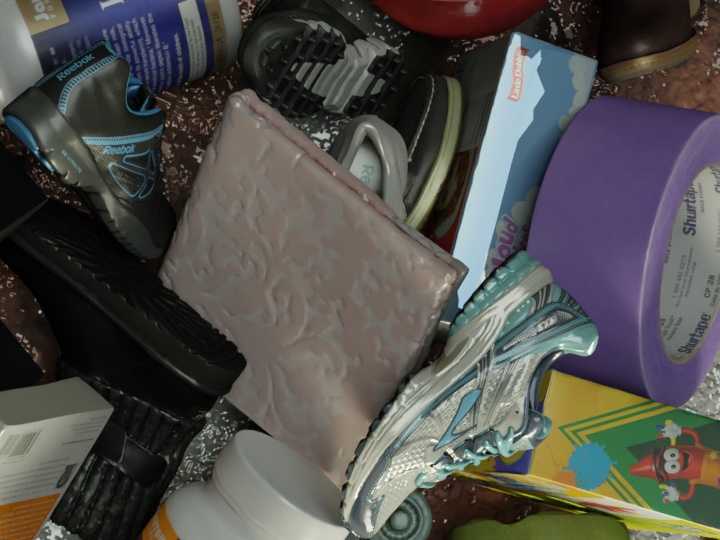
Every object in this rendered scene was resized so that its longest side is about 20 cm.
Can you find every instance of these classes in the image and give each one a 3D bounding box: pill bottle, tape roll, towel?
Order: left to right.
[{"bbox_3d":[-0.186,-0.154,1.433,0.199,0.116,0.116,-22,94,-17],"label":"pill bottle"},{"bbox_3d":[-0.099,0.206,1.409,0.116,0.116,0.200,34,102,-13],"label":"pill bottle"},{"bbox_3d":[-0.040,0.015,1.410,0.191,0.200,0.032,39,39,17],"label":"towel"},{"bbox_3d":[0.187,-0.012,1.494,0.085,0.200,0.201,12,82,28],"label":"tape roll"}]

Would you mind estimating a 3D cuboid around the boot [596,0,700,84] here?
[{"bbox_3d":[0.179,-0.227,1.520,0.072,0.200,0.167,-13,109,23],"label":"boot"}]

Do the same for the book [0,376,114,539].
[{"bbox_3d":[-0.241,0.158,1.353,0.048,0.134,0.200,39,104,15],"label":"book"}]

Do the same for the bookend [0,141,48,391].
[{"bbox_3d":[-0.260,0.017,1.354,0.199,0.092,0.200,-37,94,24],"label":"bookend"}]

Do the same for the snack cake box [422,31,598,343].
[{"bbox_3d":[0.088,-0.051,1.512,0.067,0.115,0.201,17,83,-16],"label":"snack cake box"}]

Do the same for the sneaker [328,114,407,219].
[{"bbox_3d":[0.000,0.000,1.434,0.075,0.088,0.201,-3,88,1],"label":"sneaker"}]

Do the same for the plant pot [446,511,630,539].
[{"bbox_3d":[0.122,0.262,1.484,0.199,0.200,0.191,1,75,-17],"label":"plant pot"}]

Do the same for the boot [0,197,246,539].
[{"bbox_3d":[-0.189,0.065,1.442,0.211,0.079,0.158,41,109,18],"label":"boot"}]

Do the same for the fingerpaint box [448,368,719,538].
[{"bbox_3d":[0.156,0.120,1.480,0.166,0.200,0.074,17,81,-15],"label":"fingerpaint box"}]

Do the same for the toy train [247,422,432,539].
[{"bbox_3d":[-0.012,0.169,1.492,0.113,0.085,0.201,-7,89,-8],"label":"toy train"}]

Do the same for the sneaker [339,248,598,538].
[{"bbox_3d":[0.065,0.088,1.344,0.086,0.078,0.200,38,94,9],"label":"sneaker"}]

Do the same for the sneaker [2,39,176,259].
[{"bbox_3d":[-0.147,-0.071,1.405,0.082,0.200,0.073,-44,66,-4],"label":"sneaker"}]

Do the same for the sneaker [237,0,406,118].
[{"bbox_3d":[-0.045,-0.145,1.453,0.090,0.200,0.067,36,103,18],"label":"sneaker"}]

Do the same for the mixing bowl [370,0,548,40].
[{"bbox_3d":[0.067,-0.230,1.499,0.199,0.109,0.201,-2,59,3],"label":"mixing bowl"}]

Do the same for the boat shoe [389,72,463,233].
[{"bbox_3d":[0.008,-0.046,1.510,0.066,0.072,0.202,23,85,-20],"label":"boat shoe"}]
